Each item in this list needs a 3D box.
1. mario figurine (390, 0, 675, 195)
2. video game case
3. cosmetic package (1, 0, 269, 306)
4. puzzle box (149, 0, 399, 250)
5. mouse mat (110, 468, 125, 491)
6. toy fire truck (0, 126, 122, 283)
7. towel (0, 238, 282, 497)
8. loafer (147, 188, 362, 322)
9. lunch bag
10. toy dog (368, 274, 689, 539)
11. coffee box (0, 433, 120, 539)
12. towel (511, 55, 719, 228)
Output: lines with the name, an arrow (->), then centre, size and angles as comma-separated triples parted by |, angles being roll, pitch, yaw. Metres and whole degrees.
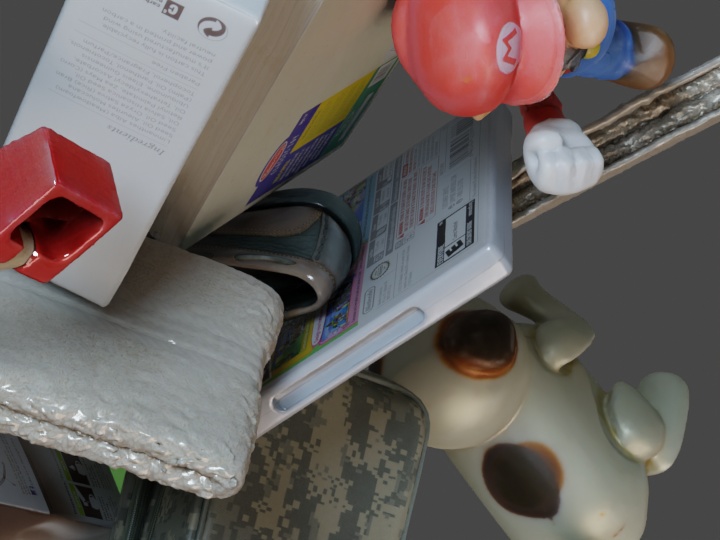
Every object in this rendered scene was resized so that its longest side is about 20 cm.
mario figurine -> 0.099, -0.111, 1.007 | 0.106, 0.123, 0.200 | -47, 168, 29
video game case -> 0.000, 0.000, 1.139 | 0.182, 0.022, 0.200 | -33, -161, 18
cosmetic package -> -0.092, -0.087, 0.919 | 0.071, 0.101, 0.200 | 25, 139, -7
puzzle box -> -0.019, -0.096, 1.021 | 0.133, 0.025, 0.200 | -36, 167, -42
mouse mat -> -0.099, 0.116, 1.456 | 0.161, 0.008, 0.200 | -28, 155, 7
toy fire truck -> -0.202, -0.034, 0.878 | 0.200, 0.141, 0.049 | -28, 156, 17
towel -> -0.136, 0.024, 0.982 | 0.200, 0.133, 0.034 | 21, 128, -8
loafer -> -0.097, 0.010, 1.115 | 0.200, 0.063, 0.072 | -16, 121, 21
lunch bag -> -0.071, 0.145, 1.262 | 0.139, 0.200, 0.168 | 19, 168, -27
toy dog -> 0.086, 0.094, 1.390 | 0.140, 0.194, 0.200 | -27, 126, 36
coffee box -> -0.236, 0.130, 1.264 | 0.114, 0.080, 0.200 | -32, 155, 16
towel -> 0.132, -0.067, 1.227 | 0.200, 0.034, 0.133 | -27, 179, -1
